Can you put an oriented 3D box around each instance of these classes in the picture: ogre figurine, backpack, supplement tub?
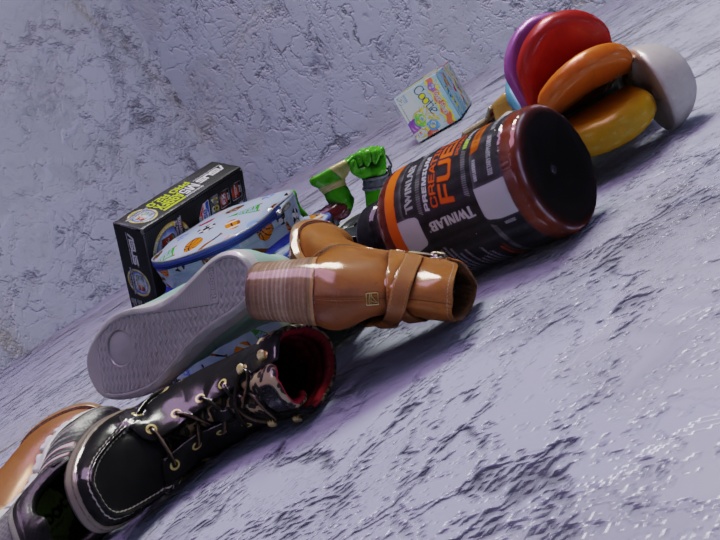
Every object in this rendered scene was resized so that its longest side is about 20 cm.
[{"bbox_3d":[-0.034,-0.047,1.208,0.199,0.121,0.098,-28,5,11],"label":"ogre figurine"},{"bbox_3d":[-0.114,0.021,1.055,0.199,0.155,0.191,-21,23,37],"label":"backpack"},{"bbox_3d":[0.087,-0.052,0.892,0.199,0.107,0.107,-23,12,43],"label":"supplement tub"}]

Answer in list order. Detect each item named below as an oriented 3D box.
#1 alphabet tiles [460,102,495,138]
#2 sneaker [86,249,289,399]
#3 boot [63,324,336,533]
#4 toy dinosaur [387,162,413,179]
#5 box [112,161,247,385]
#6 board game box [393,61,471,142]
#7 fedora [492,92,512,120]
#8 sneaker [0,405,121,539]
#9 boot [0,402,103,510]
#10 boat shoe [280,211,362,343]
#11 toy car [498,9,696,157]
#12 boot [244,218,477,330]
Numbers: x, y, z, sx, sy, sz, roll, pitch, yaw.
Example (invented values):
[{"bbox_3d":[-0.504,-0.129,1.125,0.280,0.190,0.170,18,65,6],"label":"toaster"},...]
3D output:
[{"bbox_3d":[0.192,-0.194,1.389,0.166,0.006,0.200,-34,-11,-8],"label":"alphabet tiles"},{"bbox_3d":[-0.132,0.050,0.918,0.200,0.074,0.118,-31,-14,24],"label":"sneaker"},{"bbox_3d":[-0.111,0.109,0.795,0.150,0.074,0.200,-27,2,27],"label":"boot"},{"bbox_3d":[0.070,-0.050,1.027,0.200,0.100,0.059,140,144,-59],"label":"toy dinosaur"},{"bbox_3d":[-0.178,0.006,1.169,0.044,0.202,0.160,13,34,30],"label":"box"},{"bbox_3d":[0.151,-0.349,2.241,0.103,0.105,0.200,-29,9,19],"label":"board game box"},{"bbox_3d":[0.216,-0.187,1.244,0.200,0.082,0.201,-31,9,5],"label":"fedora"},{"bbox_3d":[-0.212,0.166,0.823,0.087,0.074,0.200,-27,15,28],"label":"sneaker"},{"bbox_3d":[-0.280,0.198,0.881,0.200,0.074,0.155,-44,9,-2],"label":"boot"},{"bbox_3d":[-0.002,-0.002,0.993,0.066,0.075,0.199,-30,11,40],"label":"boat shoe"},{"bbox_3d":[0.195,-0.169,1.011,0.174,0.151,0.200,-32,9,0],"label":"toy car"},{"bbox_3d":[0.014,0.001,0.836,0.154,0.077,0.200,0,5,14],"label":"boot"}]
